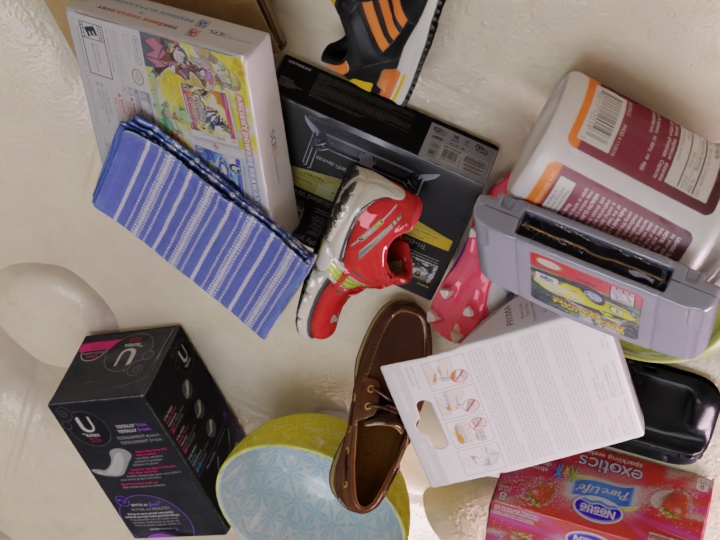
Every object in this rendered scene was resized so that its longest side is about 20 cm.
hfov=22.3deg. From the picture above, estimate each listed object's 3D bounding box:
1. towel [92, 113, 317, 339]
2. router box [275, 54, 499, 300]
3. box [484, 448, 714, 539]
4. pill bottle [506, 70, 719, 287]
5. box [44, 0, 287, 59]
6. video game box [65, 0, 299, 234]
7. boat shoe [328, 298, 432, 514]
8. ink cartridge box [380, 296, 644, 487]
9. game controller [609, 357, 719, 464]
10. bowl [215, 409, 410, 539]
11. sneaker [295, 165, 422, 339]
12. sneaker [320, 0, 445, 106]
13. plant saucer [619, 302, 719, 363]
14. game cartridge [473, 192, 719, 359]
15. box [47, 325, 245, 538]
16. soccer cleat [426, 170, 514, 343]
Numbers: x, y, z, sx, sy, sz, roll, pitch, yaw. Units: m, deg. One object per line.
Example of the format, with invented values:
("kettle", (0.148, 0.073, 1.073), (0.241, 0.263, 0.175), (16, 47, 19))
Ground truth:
("towel", (-0.139, -0.034, 1.555), (0.200, 0.024, 0.145), (38, 144, 2))
("router box", (0.000, -0.077, 1.562), (0.199, 0.052, 0.158), (24, 138, 0))
("box", (0.225, 0.237, 1.736), (0.199, 0.100, 0.096), (15, 137, 11))
("pill bottle", (0.225, -0.062, 1.430), (0.199, 0.115, 0.114), (28, 137, -3))
("box", (-0.177, -0.237, 1.507), (0.199, 0.021, 0.164), (-5, 130, 28))
("video game box", (-0.146, -0.127, 1.523), (0.181, 0.047, 0.201), (21, 138, 28))
("boat shoe", (0.025, 0.127, 1.670), (0.071, 0.068, 0.202), (15, 94, -10))
("ink cartridge box", (0.133, 0.101, 1.592), (0.198, 0.047, 0.161), (-15, 128, 10))
("game controller", (0.226, 0.116, 1.668), (0.198, 0.042, 0.105), (15, 123, 9))
("bowl", (-0.033, 0.203, 1.813), (0.199, 0.108, 0.201), (13, 137, 13))
("sneaker", (0.000, 0.000, 1.547), (0.084, 0.077, 0.201), (20, 139, -4))
("sneaker", (0.020, -0.213, 1.406), (0.089, 0.070, 0.201), (19, 139, 1))
("plant saucer", (0.244, 0.013, 1.558), (0.198, 0.031, 0.201), (13, 137, 12))
("game cartridge", (0.183, 0.008, 1.442), (0.199, 0.041, 0.133), (22, 167, 15))
("box", (-0.206, 0.166, 1.855), (0.121, 0.106, 0.201), (-7, 129, 27))
("soccer cleat", (0.124, -0.020, 1.564), (0.067, 0.076, 0.201), (39, 122, 15))
